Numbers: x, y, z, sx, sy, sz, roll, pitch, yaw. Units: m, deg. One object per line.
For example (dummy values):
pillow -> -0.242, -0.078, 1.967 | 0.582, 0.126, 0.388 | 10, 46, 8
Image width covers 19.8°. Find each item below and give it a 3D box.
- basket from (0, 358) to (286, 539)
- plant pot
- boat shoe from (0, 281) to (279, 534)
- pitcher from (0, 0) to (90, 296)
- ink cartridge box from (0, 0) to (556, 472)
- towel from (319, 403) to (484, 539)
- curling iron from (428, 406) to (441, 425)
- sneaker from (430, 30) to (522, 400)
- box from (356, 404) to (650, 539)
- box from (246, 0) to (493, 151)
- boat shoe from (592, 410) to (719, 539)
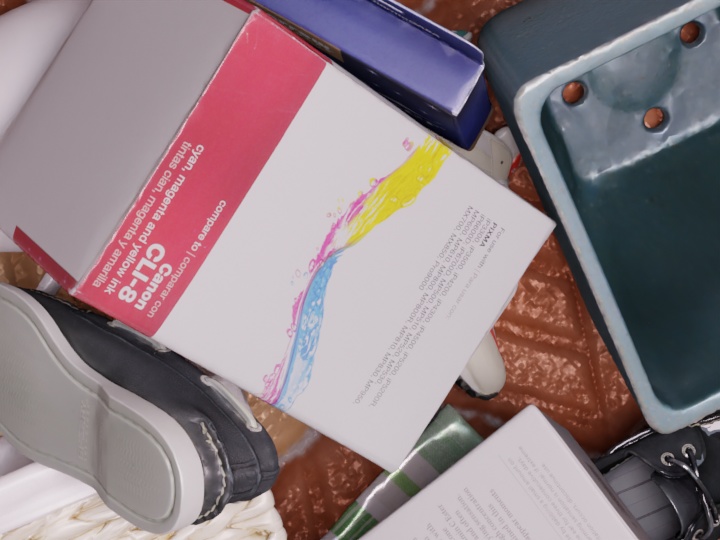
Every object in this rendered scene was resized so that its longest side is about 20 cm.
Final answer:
basket -> -0.135, 0.137, 1.038 | 0.200, 0.136, 0.124 | -24, 97, -7
plant pot -> 0.168, -0.079, 1.032 | 0.195, 0.200, 0.197 | -27, 116, -1
boat shoe -> -0.115, 0.059, 0.944 | 0.060, 0.200, 0.076 | -10, 123, -39
pitcher -> -0.170, -0.038, 1.036 | 0.200, 0.121, 0.172 | -23, 90, 0
ink cartridge box -> -0.044, -0.027, 0.948 | 0.200, 0.145, 0.145 | 32, 91, -35
towel -> 0.032, 0.197, 1.122 | 0.153, 0.023, 0.200 | 45, 85, -7
curling iron -> 0.000, 0.000, 1.107 | 0.049, 0.026, 0.201 | -15, 90, 29
sneaker -> 0.056, -0.033, 1.095 | 0.093, 0.070, 0.200 | -22, 92, -2
box -> 0.041, 0.167, 0.990 | 0.200, 0.124, 0.098 | -38, 75, 5
box -> 0.002, -0.105, 0.966 | 0.121, 0.200, 0.032 | 30, 89, 6
boat shoe -> 0.154, 0.119, 1.067 | 0.199, 0.066, 0.075 | -20, 97, 12
